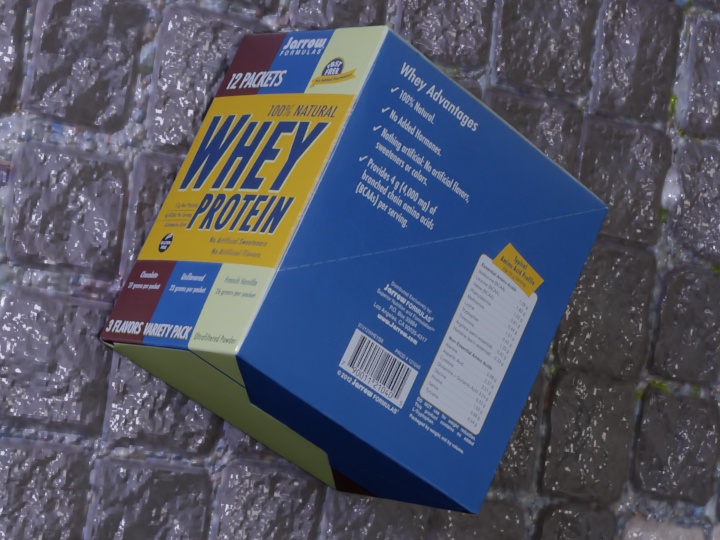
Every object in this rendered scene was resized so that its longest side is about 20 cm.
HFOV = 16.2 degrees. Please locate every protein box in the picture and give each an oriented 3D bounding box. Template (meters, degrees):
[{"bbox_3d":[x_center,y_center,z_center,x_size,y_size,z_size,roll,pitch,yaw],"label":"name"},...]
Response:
[{"bbox_3d":[0.000,0.000,1.428,0.198,0.135,0.200,36,71,-34],"label":"protein box"}]
